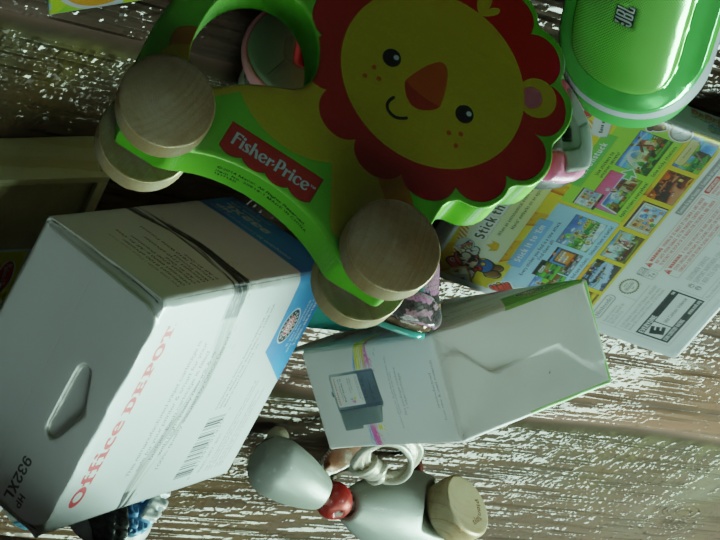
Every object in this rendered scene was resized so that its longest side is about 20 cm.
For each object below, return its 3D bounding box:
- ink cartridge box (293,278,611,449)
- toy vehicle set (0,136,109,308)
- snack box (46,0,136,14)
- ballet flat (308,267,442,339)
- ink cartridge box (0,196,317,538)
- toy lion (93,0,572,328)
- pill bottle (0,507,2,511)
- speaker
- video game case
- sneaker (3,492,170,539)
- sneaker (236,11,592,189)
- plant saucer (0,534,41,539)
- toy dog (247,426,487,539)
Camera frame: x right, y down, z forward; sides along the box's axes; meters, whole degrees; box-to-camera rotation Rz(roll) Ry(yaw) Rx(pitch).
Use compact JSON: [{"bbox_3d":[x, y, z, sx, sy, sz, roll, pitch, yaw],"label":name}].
[{"bbox_3d":[0.046,0.059,1.366,0.116,0.068,0.200,-18,-176,-29],"label":"ink cartridge box"},{"bbox_3d":[-0.224,-0.004,1.234,0.123,0.027,0.200,-3,149,-28],"label":"toy vehicle set"},{"bbox_3d":[-0.055,-0.201,0.934,0.167,0.068,0.201,-11,151,-16],"label":"snack box"},{"bbox_3d":[0.000,0.000,1.311,0.069,0.072,0.200,20,173,-20],"label":"ballet flat"},{"bbox_3d":[-0.117,0.045,1.206,0.146,0.083,0.200,-60,161,17],"label":"ink cartridge box"},{"bbox_3d":[-0.002,-0.086,1.090,0.199,0.193,0.069,32,155,-5],"label":"toy lion"},{"bbox_3d":[-0.255,0.071,1.204,0.108,0.109,0.200,-17,153,-3],"label":"pill bottle"},{"bbox_3d":[0.149,-0.155,1.125,0.088,0.089,0.201,-13,152,-10],"label":"speaker"},{"bbox_3d":[0.154,-0.032,1.344,0.181,0.023,0.200,19,142,-12],"label":"video game case"},{"bbox_3d":[-0.170,0.124,1.304,0.075,0.200,0.087,27,101,-25],"label":"sneaker"},{"bbox_3d":[0.023,-0.080,1.181,0.198,0.080,0.095,15,151,-15],"label":"sneaker"},{"bbox_3d":[-0.165,0.159,1.184,0.198,0.030,0.200,7,171,1],"label":"plant saucer"},{"bbox_3d":[0.004,0.148,1.615,0.131,0.097,0.200,-22,138,13],"label":"toy dog"}]
